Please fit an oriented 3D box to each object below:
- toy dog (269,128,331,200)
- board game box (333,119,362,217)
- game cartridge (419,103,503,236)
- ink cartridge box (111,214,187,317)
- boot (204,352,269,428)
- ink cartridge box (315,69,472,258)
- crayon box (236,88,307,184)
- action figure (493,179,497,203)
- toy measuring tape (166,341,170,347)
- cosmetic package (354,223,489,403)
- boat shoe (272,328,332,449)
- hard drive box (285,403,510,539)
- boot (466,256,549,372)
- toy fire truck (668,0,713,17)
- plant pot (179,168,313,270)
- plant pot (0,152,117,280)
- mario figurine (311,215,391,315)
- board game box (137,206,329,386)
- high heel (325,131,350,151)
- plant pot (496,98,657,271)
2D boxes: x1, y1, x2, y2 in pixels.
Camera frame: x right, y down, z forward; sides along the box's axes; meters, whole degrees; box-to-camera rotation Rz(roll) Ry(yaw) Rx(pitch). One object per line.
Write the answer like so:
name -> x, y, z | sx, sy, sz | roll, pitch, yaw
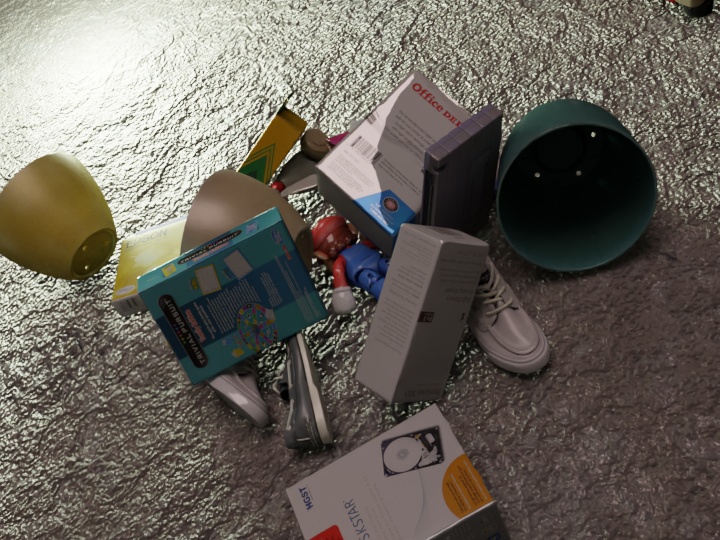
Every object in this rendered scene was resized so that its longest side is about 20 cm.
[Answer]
toy dog -> -0.088, -0.122, 1.513 | 0.095, 0.132, 0.202 | 30, 63, 0
board game box -> 0.036, -0.169, 1.539 | 0.132, 0.035, 0.203 | -9, 45, 19
game cartridge -> 0.126, -0.105, 1.264 | 0.038, 0.202, 0.129 | 33, 56, 25
ink cartridge box -> -0.290, -0.035, 1.560 | 0.194, 0.047, 0.202 | -18, 45, 11
boot -> -0.161, 0.125, 1.309 | 0.096, 0.074, 0.199 | -46, 44, -12
ink cartridge box -> 0.057, -0.144, 1.319 | 0.146, 0.085, 0.200 | 42, 75, 15
crayon box -> -0.143, -0.179, 1.523 | 0.201, 0.051, 0.126 | -54, 7, 13
action figure -> 0.138, -0.129, 1.428 | 0.196, 0.105, 0.197 | 14, 57, -4
toy measuring tape -> -0.229, 0.021, 1.426 | 0.073, 0.073, 0.203 | 17, 80, 38
cosmetic package -> 0.074, 0.052, 1.171 | 0.073, 0.100, 0.204 | 25, 106, 41
boat shoe -> -0.085, 0.142, 1.259 | 0.061, 0.073, 0.202 | -19, 47, 0
hard drive box -> 0.038, 0.266, 1.070 | 0.197, 0.077, 0.157 | -30, 41, -4
boot -> 0.156, 0.037, 1.214 | 0.073, 0.096, 0.200 | -33, 42, -10
toy fire truck -> 0.517, -0.507, 1.596 | 0.176, 0.130, 0.199 | -42, 54, -19
plant pot -> -0.140, -0.025, 1.335 | 0.132, 0.202, 0.202 | 12, 52, 17
plant pot -> -0.478, -0.067, 1.598 | 0.141, 0.201, 0.200 | 35, 66, 18
mario figurine -> 0.000, 0.000, 1.376 | 0.199, 0.122, 0.108 | 36, 111, 36
board game box -> -0.159, 0.033, 1.242 | 0.197, 0.153, 0.047 | -26, 28, -1
high heel -> -0.014, -0.142, 1.445 | 0.094, 0.068, 0.202 | 3, 42, 3
plant pot -> 0.268, -0.128, 1.272 | 0.196, 0.203, 0.162 | -14, 29, 12
